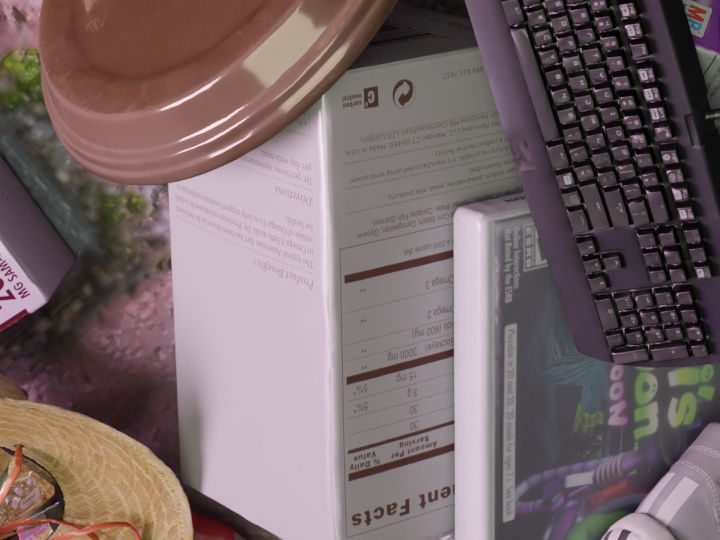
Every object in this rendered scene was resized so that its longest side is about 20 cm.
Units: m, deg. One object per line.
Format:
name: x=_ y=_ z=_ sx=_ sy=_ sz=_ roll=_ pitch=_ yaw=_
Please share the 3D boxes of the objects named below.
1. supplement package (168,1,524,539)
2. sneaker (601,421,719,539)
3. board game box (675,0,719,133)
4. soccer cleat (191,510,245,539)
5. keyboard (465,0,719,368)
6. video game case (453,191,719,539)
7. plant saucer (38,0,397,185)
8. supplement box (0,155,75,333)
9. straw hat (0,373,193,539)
supplement package: x=0.000 y=0.000 z=0.982 sx=0.117 sy=0.117 sz=0.201 roll=-14 pitch=112 yaw=-35
sneaker: x=0.196 y=0.139 z=1.007 sx=0.200 sy=0.075 sz=0.116 roll=46 pitch=68 yaw=-21
board game box: x=0.210 y=-0.083 z=0.938 sx=0.200 sy=0.105 sz=0.103 roll=21 pitch=74 yaw=0
soccer cleat: x=-0.113 y=0.197 z=1.110 sx=0.076 sy=0.067 sz=0.200 roll=34 pitch=106 yaw=-9
keyboard: x=0.115 y=-0.052 z=0.884 sx=0.127 sy=0.021 sz=0.200 roll=-10 pitch=118 yaw=19
video game case: x=0.115 y=0.055 z=0.996 sx=0.182 sy=0.023 sz=0.201 roll=-13 pitch=111 yaw=-34
plant saucer: x=-0.055 y=-0.125 z=0.936 sx=0.200 sy=0.200 sz=0.029 roll=-38 pitch=131 yaw=17
supplement box: x=-0.240 y=0.013 z=1.068 sx=0.200 sy=0.061 sz=0.109 roll=-32 pitch=102 yaw=16
straw hat: x=-0.174 y=0.085 z=1.025 sx=0.201 sy=0.085 sz=0.201 roll=-9 pitch=140 yaw=-7
